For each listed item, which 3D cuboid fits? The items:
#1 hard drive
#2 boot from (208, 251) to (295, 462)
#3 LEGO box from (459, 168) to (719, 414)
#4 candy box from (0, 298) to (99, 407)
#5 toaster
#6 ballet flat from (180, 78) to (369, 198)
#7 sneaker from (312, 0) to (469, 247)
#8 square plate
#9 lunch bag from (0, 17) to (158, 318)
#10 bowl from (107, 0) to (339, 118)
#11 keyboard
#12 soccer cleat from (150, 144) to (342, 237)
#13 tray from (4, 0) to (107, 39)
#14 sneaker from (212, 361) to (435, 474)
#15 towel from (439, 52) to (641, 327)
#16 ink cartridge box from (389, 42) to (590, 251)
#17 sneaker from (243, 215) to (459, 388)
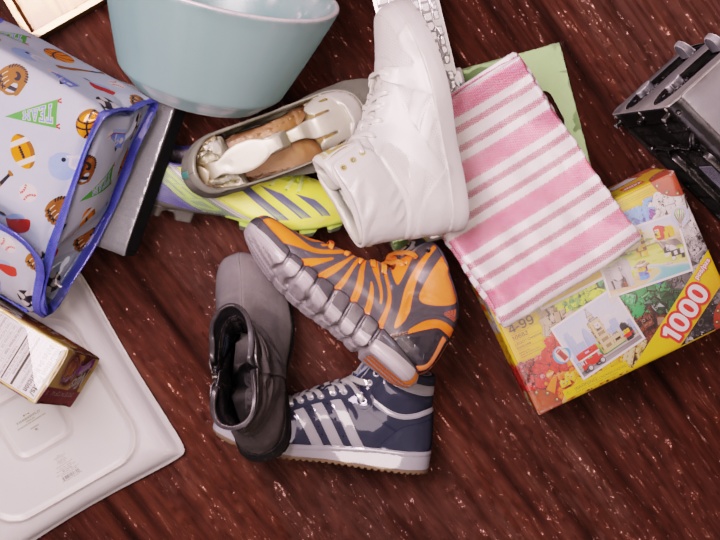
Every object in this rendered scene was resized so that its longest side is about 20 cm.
[{"bbox_3d":[-0.266,-0.111,1.265,0.200,0.033,0.140,20,94,11],"label":"hard drive"},{"bbox_3d":[-0.096,0.054,1.240,0.070,0.132,0.200,-13,64,3],"label":"boot"},{"bbox_3d":[0.213,0.017,1.322,0.200,0.077,0.149,-26,97,-2],"label":"LEGO box"},{"bbox_3d":[-0.328,0.042,1.236,0.200,0.117,0.056,32,85,5],"label":"candy box"},{"bbox_3d":[0.339,-0.112,1.269,0.200,0.181,0.119,43,89,-6],"label":"toaster"},{"bbox_3d":[-0.055,-0.110,1.242,0.200,0.064,0.067,-22,94,-8],"label":"ballet flat"},{"bbox_3d":[0.013,-0.119,1.204,0.115,0.074,0.200,-13,90,-18],"label":"sneaker"},{"bbox_3d":[-0.292,0.131,1.313,0.200,0.028,0.198,-30,96,-1],"label":"square plate"},{"bbox_3d":[-0.288,-0.081,1.194,0.170,0.124,0.200,30,109,10],"label":"lunch bag"},{"bbox_3d":[-0.126,-0.197,1.231,0.201,0.201,0.105,13,113,-6],"label":"bowl"},{"bbox_3d":[0.056,-0.169,1.281,0.056,0.011,0.200,-14,94,-3],"label":"keyboard"},{"bbox_3d":[-0.099,-0.079,1.290,0.200,0.065,0.084,8,105,-4],"label":"soccer cleat"},{"bbox_3d":[-0.295,-0.308,1.270,0.099,0.037,0.200,-30,98,-2],"label":"tray"},{"bbox_3d":[-0.027,0.116,1.314,0.200,0.070,0.109,9,96,-10],"label":"sneaker"},{"bbox_3d":[0.130,-0.069,1.261,0.146,0.030,0.200,-33,88,-1],"label":"towel"},{"bbox_3d":[0.105,-0.113,1.317,0.200,0.048,0.146,-15,96,-1],"label":"ink cartridge box"},{"bbox_3d":[0.000,0.000,1.267,0.200,0.078,0.112,42,75,-7],"label":"sneaker"}]
